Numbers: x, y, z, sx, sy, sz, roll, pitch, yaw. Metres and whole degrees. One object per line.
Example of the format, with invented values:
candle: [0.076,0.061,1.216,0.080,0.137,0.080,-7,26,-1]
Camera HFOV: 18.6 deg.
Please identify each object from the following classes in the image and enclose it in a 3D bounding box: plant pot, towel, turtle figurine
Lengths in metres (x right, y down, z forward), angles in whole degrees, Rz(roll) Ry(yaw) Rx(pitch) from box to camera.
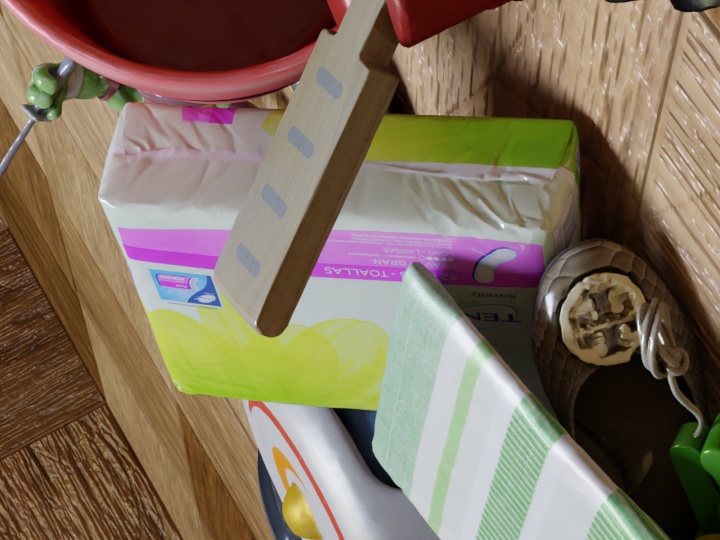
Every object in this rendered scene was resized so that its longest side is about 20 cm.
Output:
plant pot: [-0.066,-0.156,0.944,0.202,0.199,0.177,61,176,5]
towel: [0.077,0.107,0.901,0.200,0.023,0.153,49,155,23]
turtle figurine: [-0.122,-0.100,1.303,0.144,0.200,0.195,38,148,26]

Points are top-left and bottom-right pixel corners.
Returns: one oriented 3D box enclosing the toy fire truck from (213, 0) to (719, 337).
toy fire truck: [0.019,-0.087,0.681,0.130,0.199,0.176,67,166,-17]

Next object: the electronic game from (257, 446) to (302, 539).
electronic game: [0.010,0.164,1.364,0.200,0.042,0.201,40,-151,-27]

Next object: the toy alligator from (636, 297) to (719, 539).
toy alligator: [0.156,0.097,0.856,0.054,0.059,0.201,-2,122,29]

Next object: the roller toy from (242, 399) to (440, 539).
roller toy: [0.020,0.102,1.193,0.184,0.139,0.200,68,167,-20]

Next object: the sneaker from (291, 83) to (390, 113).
sneaker: [-0.021,-0.050,1.173,0.071,0.082,0.200,60,166,27]

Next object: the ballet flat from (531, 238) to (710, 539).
ballet flat: [0.117,0.084,0.895,0.046,0.067,0.202,-102,-2,-71]

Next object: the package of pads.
package of pads: [0.000,0.000,0.958,0.155,0.198,0.069,75,-157,-54]
